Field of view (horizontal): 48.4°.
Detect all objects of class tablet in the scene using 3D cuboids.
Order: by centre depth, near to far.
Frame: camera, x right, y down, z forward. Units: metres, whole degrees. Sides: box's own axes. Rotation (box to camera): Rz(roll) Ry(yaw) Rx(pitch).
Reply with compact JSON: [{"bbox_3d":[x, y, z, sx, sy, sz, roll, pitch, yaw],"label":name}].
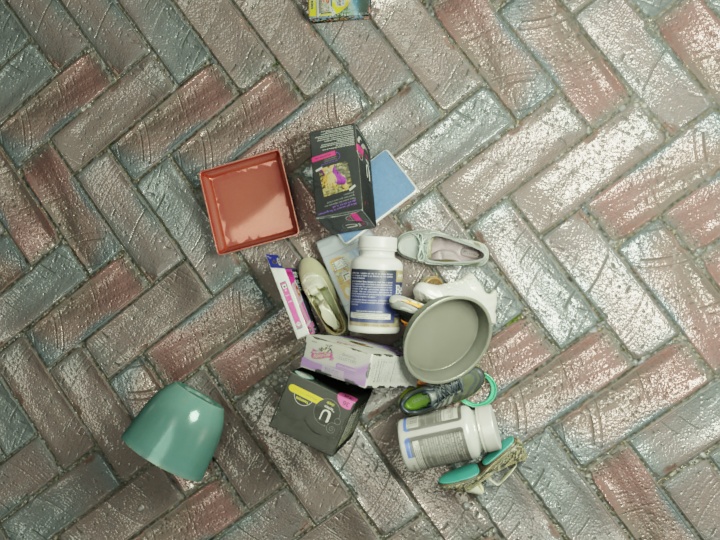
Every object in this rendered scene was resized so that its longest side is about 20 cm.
[{"bbox_3d":[0.014,-0.160,1.751,0.200,0.014,0.130,-37,67,6],"label":"tablet"}]

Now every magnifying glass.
[{"bbox_3d":[0.194,0.248,1.728,0.200,0.022,0.080,6,91,12],"label":"magnifying glass"}]

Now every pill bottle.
[{"bbox_3d":[0.032,0.030,1.680,0.111,0.111,0.200,2,91,11],"label":"pill bottle"},{"bbox_3d":[0.187,0.348,1.681,0.200,0.114,0.114,-14,87,11],"label":"pill bottle"}]

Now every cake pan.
[{"bbox_3d":[0.171,0.135,1.618,0.200,0.037,0.200,-10,118,-20],"label":"cake pan"}]

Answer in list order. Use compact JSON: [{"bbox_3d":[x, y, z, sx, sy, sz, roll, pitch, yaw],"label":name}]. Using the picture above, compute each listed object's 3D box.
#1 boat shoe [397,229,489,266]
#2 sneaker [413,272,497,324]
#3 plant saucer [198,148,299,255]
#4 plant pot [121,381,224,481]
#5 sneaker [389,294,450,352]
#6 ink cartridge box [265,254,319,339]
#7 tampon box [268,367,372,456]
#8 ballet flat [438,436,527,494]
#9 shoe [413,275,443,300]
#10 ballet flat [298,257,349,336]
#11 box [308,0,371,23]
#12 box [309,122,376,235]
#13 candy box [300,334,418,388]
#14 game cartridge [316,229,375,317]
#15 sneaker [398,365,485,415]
[{"bbox_3d":[0.173,-0.046,1.710,0.202,0.065,0.074,11,92,11],"label":"boat shoe"},{"bbox_3d":[0.201,0.048,1.682,0.200,0.078,0.099,19,76,-24],"label":"sneaker"},{"bbox_3d":[-0.248,-0.152,1.811,0.200,0.037,0.200,-14,87,10],"label":"plant saucer"},{"bbox_3d":[-0.395,0.343,1.765,0.201,0.201,0.161,29,82,10],"label":"plant pot"},{"bbox_3d":[0.129,0.117,1.651,0.200,0.078,0.077,37,85,-29],"label":"sneaker"},{"bbox_3d":[-0.149,0.052,1.759,0.037,0.095,0.200,-24,85,10],"label":"ink cartridge box"},{"bbox_3d":[-0.079,0.286,1.691,0.150,0.200,0.126,23,94,10],"label":"tampon box"},{"bbox_3d":[0.265,0.429,1.695,0.200,0.068,0.075,-32,99,7],"label":"ballet flat"},{"bbox_3d":[0.139,0.109,1.728,0.070,0.053,0.200,6,95,-29],"label":"shoe"},{"bbox_3d":[-0.084,0.060,1.761,0.069,0.069,0.200,-30,84,10],"label":"ballet flat"},{"bbox_3d":[-0.045,-0.655,1.770,0.137,0.038,0.200,0,90,11],"label":"box"},{"bbox_3d":[-0.036,-0.192,1.702,0.106,0.122,0.200,-9,74,13],"label":"box"},{"bbox_3d":[0.004,0.187,1.651,0.168,0.200,0.072,14,92,35],"label":"candy box"},{"bbox_3d":[0.000,0.000,1.761,0.133,0.042,0.200,-26,85,14],"label":"game cartridge"},{"bbox_3d":[0.170,0.259,1.682,0.200,0.081,0.074,-27,87,10],"label":"sneaker"}]
